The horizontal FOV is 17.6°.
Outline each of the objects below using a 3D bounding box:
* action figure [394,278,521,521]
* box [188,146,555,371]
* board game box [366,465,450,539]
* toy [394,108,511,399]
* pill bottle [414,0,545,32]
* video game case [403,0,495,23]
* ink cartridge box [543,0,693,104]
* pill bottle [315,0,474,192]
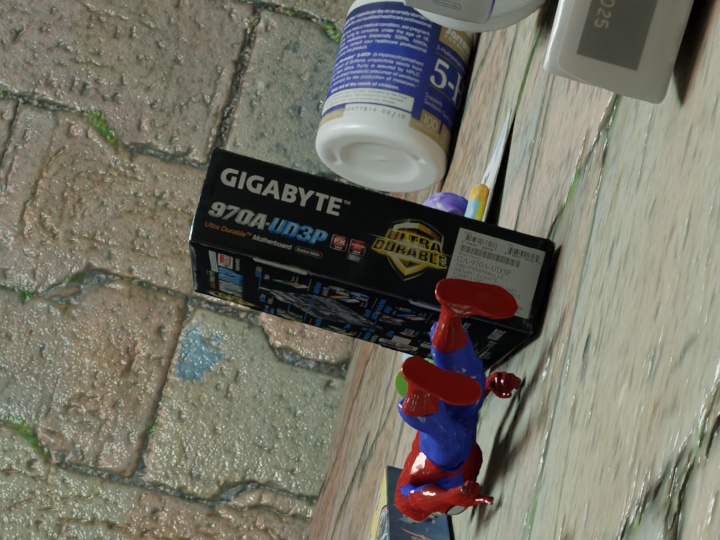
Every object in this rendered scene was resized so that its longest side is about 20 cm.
[{"bbox_3d":[0.042,0.070,1.023,0.200,0.051,0.066,95,-167,-67],"label":"action figure"},{"bbox_3d":[0.000,0.000,1.103,0.200,0.158,0.046,110,175,-82],"label":"box"},{"bbox_3d":[0.013,0.189,1.200,0.200,0.034,0.136,-86,10,-82],"label":"board game box"},{"bbox_3d":[0.047,0.000,1.413,0.201,0.047,0.116,-78,5,-46],"label":"toy"},{"bbox_3d":[0.066,-0.195,1.353,0.200,0.109,0.110,-87,11,-82],"label":"pill bottle"},{"bbox_3d":[0.070,-0.244,1.058,0.201,0.045,0.182,-77,0,-47],"label":"video game case"},{"bbox_3d":[0.113,-0.163,0.825,0.200,0.050,0.163,-59,-16,-66],"label":"ink cartridge box"},{"bbox_3d":[0.037,-0.183,2.068,0.120,0.119,0.201,108,175,-67],"label":"pill bottle"}]
